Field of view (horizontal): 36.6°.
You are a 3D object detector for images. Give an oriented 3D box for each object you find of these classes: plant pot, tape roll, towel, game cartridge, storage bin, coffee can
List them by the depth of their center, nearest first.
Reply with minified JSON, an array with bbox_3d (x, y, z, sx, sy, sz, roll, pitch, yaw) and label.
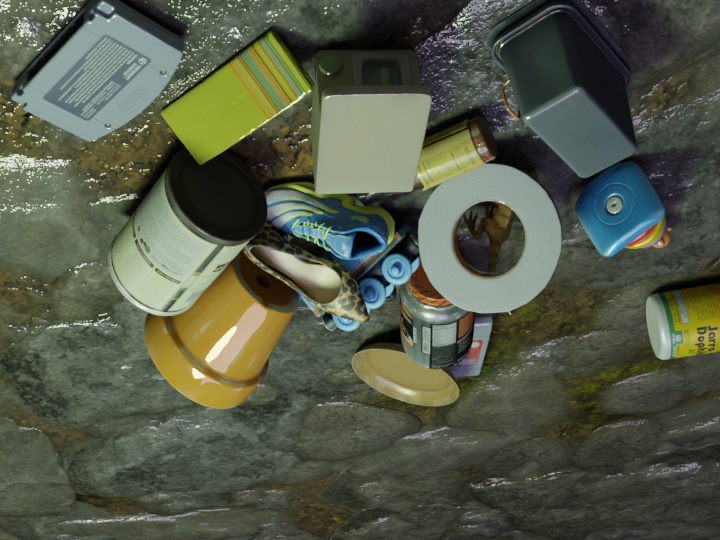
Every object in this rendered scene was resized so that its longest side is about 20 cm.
[{"bbox_3d":[-0.304,-0.233,1.284,0.199,0.042,0.132,-33,143,33],"label":"game cartridge"},{"bbox_3d":[0.247,-0.209,1.322,0.144,0.136,0.199,-27,140,28],"label":"storage bin"},{"bbox_3d":[-0.152,-0.209,1.333,0.198,0.018,0.087,-28,107,30],"label":"towel"},{"bbox_3d":[-0.235,-0.051,1.463,0.144,0.149,0.200,17,140,-30],"label":"coffee can"},{"bbox_3d":[0.178,-0.045,1.495,0.197,0.204,0.066,-14,-179,12],"label":"tape roll"},{"bbox_3d":[-0.191,0.070,1.621,0.198,0.202,0.183,23,126,-36],"label":"plant pot"},{"bbox_3d":[0.154,0.133,1.898,0.130,0.042,0.201,0,147,-2],"label":"game cartridge"},{"bbox_3d":[0.081,0.179,1.911,0.196,0.028,0.201,15,151,8],"label":"plant pot"}]

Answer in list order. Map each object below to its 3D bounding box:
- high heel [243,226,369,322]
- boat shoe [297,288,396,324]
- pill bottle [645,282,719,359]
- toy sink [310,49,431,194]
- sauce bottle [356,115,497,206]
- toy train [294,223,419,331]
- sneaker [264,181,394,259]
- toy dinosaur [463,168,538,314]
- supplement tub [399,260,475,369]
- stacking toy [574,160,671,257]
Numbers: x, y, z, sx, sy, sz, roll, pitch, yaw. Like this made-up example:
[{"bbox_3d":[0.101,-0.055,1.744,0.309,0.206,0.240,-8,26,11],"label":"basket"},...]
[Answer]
[{"bbox_3d":[-0.077,0.014,1.512,0.072,0.200,0.142,-50,171,16],"label":"high heel"},{"bbox_3d":[-0.040,0.038,1.705,0.196,0.063,0.075,-8,148,3],"label":"boat shoe"},{"bbox_3d":[0.589,0.080,1.827,0.196,0.114,0.113,-9,147,4],"label":"pill bottle"},{"bbox_3d":[0.008,-0.195,1.324,0.128,0.114,0.201,-3,151,-5],"label":"toy sink"},{"bbox_3d":[0.085,-0.142,1.460,0.197,0.067,0.066,-20,144,24],"label":"sauce bottle"},{"bbox_3d":[0.000,0.000,1.601,0.114,0.087,0.200,46,110,-1],"label":"toy train"},{"bbox_3d":[-0.047,-0.066,1.485,0.196,0.105,0.077,8,111,-5],"label":"sneaker"},{"bbox_3d":[0.193,-0.053,1.550,0.059,0.106,0.204,10,100,-28],"label":"toy dinosaur"},{"bbox_3d":[0.121,0.058,1.705,0.120,0.124,0.201,-6,146,-1],"label":"supplement tub"},{"bbox_3d":[0.412,-0.072,1.600,0.116,0.111,0.199,-39,148,23],"label":"stacking toy"}]
